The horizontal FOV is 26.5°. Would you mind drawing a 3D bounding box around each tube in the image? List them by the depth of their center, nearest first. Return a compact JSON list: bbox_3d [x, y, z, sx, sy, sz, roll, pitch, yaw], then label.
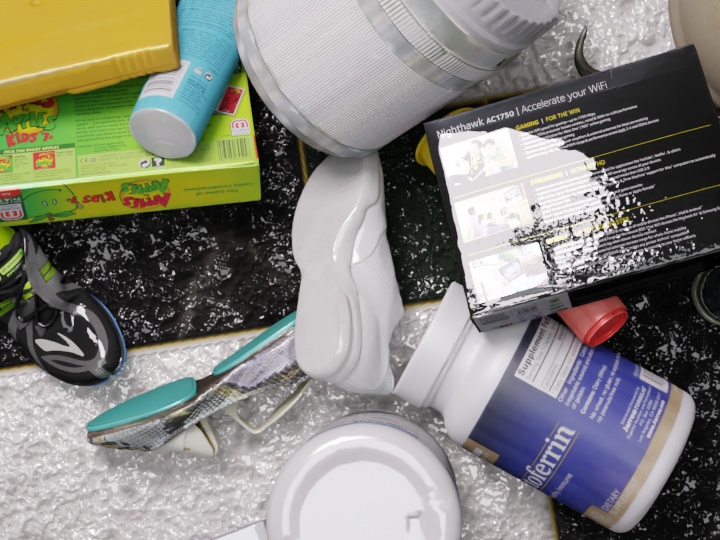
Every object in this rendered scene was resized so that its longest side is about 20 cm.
[{"bbox_3d":[-0.115,-0.173,1.139,0.077,0.050,0.201,18,55,1],"label":"tube"}]

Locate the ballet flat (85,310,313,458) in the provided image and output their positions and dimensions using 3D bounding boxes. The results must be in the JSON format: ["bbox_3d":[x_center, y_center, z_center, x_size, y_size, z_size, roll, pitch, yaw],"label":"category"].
[{"bbox_3d":[-0.109,0.102,1.154,0.200,0.072,0.072,-28,86,3],"label":"ballet flat"}]

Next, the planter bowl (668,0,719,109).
[{"bbox_3d":[0.335,-0.201,1.101,0.199,0.135,0.201,0,93,-1],"label":"planter bowl"}]

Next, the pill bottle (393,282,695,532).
[{"bbox_3d":[0.132,0.096,1.118,0.199,0.116,0.116,29,89,5],"label":"pill bottle"}]

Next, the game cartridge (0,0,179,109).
[{"bbox_3d":[-0.236,-0.189,1.141,0.199,0.033,0.177,-11,46,2],"label":"game cartridge"}]

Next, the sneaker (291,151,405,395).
[{"bbox_3d":[0.000,0.000,1.151,0.075,0.088,0.201,-20,55,41],"label":"sneaker"}]

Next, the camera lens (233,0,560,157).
[{"bbox_3d":[0.021,-0.186,1.085,0.200,0.160,0.161,-31,86,34],"label":"camera lens"}]

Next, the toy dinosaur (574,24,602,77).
[{"bbox_3d":[0.205,-0.088,1.129,0.076,0.102,0.201,-5,88,2],"label":"toy dinosaur"}]

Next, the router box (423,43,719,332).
[{"bbox_3d":[0.157,-0.056,1.060,0.199,0.051,0.150,-15,73,8],"label":"router box"}]

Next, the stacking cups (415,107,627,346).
[{"bbox_3d":[0.123,-0.031,1.124,0.060,0.061,0.200,-39,69,0],"label":"stacking cups"}]

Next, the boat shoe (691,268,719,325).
[{"bbox_3d":[0.342,-0.022,1.137,0.199,0.066,0.075,-25,86,1],"label":"boat shoe"}]

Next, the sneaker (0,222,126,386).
[{"bbox_3d":[-0.259,0.012,1.156,0.071,0.083,0.200,-42,86,1],"label":"sneaker"}]

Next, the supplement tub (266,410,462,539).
[{"bbox_3d":[0.006,0.168,1.078,0.131,0.200,0.133,0,87,3],"label":"supplement tub"}]

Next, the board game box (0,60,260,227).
[{"bbox_3d":[-0.179,-0.096,1.141,0.199,0.048,0.102,-6,57,-6],"label":"board game box"}]

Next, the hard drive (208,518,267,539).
[{"bbox_3d":[-0.099,0.307,1.163,0.131,0.025,0.201,-21,86,2],"label":"hard drive"}]
